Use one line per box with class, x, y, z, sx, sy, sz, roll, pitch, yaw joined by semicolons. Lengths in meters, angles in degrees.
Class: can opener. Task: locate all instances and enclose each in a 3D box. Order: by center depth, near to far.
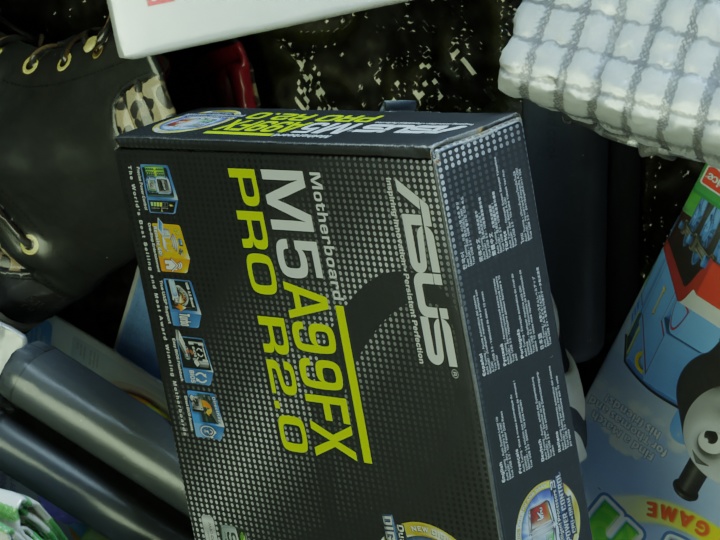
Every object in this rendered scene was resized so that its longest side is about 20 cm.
can opener;0.094;-0.064;0.967;0.067;0.053;0.200;10;109;31
can opener;-0.134;0.059;1.055;0.200;0.067;0.053;31;109;13

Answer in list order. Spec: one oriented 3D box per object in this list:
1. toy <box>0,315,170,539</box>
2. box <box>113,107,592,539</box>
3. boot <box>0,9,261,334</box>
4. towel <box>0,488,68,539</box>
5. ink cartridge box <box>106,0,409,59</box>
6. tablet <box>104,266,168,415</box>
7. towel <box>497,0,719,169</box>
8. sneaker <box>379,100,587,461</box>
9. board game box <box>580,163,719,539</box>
toy;-0.086;0.106;1.120;0.200;0.047;0.115;27;124;24
box;0.000;0.046;0.924;0.160;0.044;0.200;6;112;46
boot;-0.126;-0.084;1.085;0.151;0.073;0.200;-20;86;34
towel;-0.155;0.123;1.118;0.152;0.200;0.023;16;67;29
ink cartridge box;-0.033;-0.186;0.962;0.147;0.086;0.200;-11;96;4
tablet;-0.014;0.054;1.093;0.200;0.014;0.130;30;118;23
towel;0.154;-0.119;0.863;0.165;0.086;0.200;16;88;22
sneaker;0.000;0.000;1.000;0.199;0.079;0.130;11;107;55
board game box;0.152;0.072;0.978;0.151;0.037;0.200;35;120;19
